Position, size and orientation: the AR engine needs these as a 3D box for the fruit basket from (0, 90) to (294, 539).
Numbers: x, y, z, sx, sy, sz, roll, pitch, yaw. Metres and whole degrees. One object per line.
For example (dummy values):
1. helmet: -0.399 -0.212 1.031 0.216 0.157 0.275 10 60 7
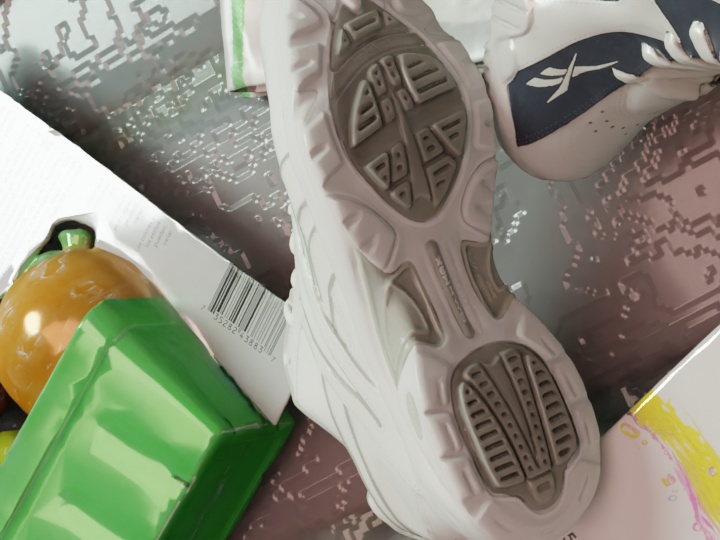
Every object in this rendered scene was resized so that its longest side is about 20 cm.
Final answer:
1. fruit basket: -0.128 0.043 0.985 0.200 0.094 0.185 36 105 27

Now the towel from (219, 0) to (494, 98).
1. towel: 0.041 -0.139 0.931 0.200 0.023 0.153 -4 90 23

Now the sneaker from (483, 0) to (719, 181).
1. sneaker: 0.118 -0.069 0.813 0.199 0.079 0.130 -51 52 32

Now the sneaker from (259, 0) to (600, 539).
1. sneaker: 0.000 0.000 0.876 0.099 0.078 0.200 -23 82 53

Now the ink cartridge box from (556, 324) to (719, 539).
1. ink cartridge box: 0.140 0.076 0.873 0.200 0.067 0.117 -46 76 18
